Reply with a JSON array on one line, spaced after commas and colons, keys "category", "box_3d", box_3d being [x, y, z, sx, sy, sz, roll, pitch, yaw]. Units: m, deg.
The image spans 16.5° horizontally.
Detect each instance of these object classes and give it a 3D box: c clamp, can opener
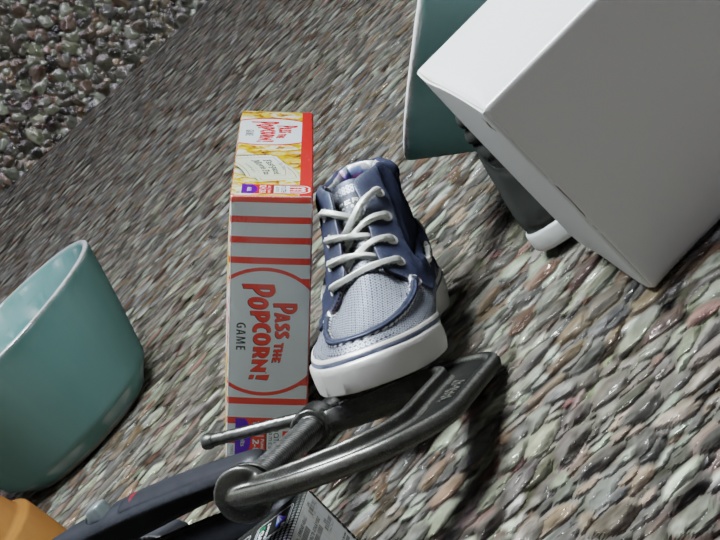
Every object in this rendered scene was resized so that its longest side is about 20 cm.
[{"category": "c clamp", "box_3d": [-0.014, 0.081, 1.171, 0.171, 0.027, 0.200, -20, 5, 10]}, {"category": "can opener", "box_3d": [-0.107, 0.138, 1.323, 0.200, 0.063, 0.079, -33, 17, 45]}]

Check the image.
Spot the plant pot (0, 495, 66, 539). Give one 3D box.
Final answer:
[{"category": "plant pot", "box_3d": [-0.299, 0.198, 1.579, 0.200, 0.140, 0.200, -43, 12, 11]}]

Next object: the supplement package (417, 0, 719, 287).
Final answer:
[{"category": "supplement package", "box_3d": [0.146, -0.113, 1.144, 0.200, 0.121, 0.120, -45, 19, -1]}]

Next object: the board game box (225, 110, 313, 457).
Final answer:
[{"category": "board game box", "box_3d": [-0.051, 0.005, 1.397, 0.200, 0.046, 0.152, -93, 5, -73]}]

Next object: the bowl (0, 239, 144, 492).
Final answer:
[{"category": "bowl", "box_3d": [-0.234, 0.084, 1.804, 0.201, 0.105, 0.201, -42, 14, 13]}]

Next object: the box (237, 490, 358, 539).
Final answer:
[{"category": "box", "box_3d": [-0.095, 0.209, 1.100, 0.193, 0.048, 0.200, -36, 14, 24]}]

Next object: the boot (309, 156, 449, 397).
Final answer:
[{"category": "boot", "box_3d": [0.000, 0.000, 1.273, 0.073, 0.090, 0.200, -19, 9, 7]}]

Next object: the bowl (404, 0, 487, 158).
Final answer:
[{"category": "bowl", "box_3d": [0.091, -0.154, 1.368, 0.201, 0.105, 0.201, 8, -90, -85]}]

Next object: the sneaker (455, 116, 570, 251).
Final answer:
[{"category": "sneaker", "box_3d": [0.132, -0.109, 1.250, 0.200, 0.099, 0.071, -42, 11, 11]}]
